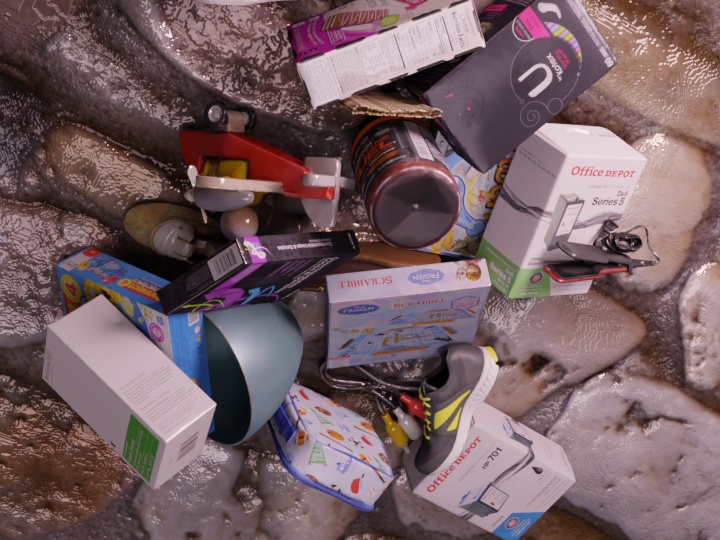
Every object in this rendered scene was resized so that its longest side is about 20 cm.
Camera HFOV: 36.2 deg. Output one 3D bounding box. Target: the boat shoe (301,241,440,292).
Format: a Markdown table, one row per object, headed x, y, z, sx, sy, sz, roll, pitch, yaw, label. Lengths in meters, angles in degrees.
| x | y | z | sx | sy | sz | roll | pitch | yaw | label |
| --- | --- | --- | --- | --- | --- | --- | --- | --- | --- |
| 0.000 | 0.000 | 1.401 | 0.199 | 0.070 | 0.071 | 6 | 112 | -3 | boat shoe |

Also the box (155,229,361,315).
| x | y | z | sx | sy | sz | roll | pitch | yaw | label |
| --- | --- | --- | --- | --- | --- | --- | --- | --- | --- |
| -0.111 | 0.002 | 1.249 | 0.143 | 0.036 | 0.200 | -31 | 167 | 36 | box |

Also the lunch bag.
| x | y | z | sx | sy | sz | roll | pitch | yaw | label |
| --- | --- | --- | --- | --- | --- | --- | --- | --- | --- |
| -0.049 | 0.227 | 1.456 | 0.160 | 0.200 | 0.076 | 28 | 99 | -24 | lunch bag |

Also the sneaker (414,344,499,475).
| x | y | z | sx | sy | sz | roll | pitch | yaw | label |
| --- | --- | --- | --- | --- | --- | --- | --- | --- | --- |
| 0.108 | 0.181 | 1.484 | 0.084 | 0.074 | 0.201 | 19 | 104 | -20 | sneaker |

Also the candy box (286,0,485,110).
| x | y | z | sx | sy | sz | roll | pitch | yaw | label |
| --- | --- | --- | --- | --- | --- | --- | --- | --- | --- |
| 0.024 | -0.259 | 1.214 | 0.199 | 0.137 | 0.061 | -20 | 120 | 2 | candy box |

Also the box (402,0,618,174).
| x | y | z | sx | sy | sz | roll | pitch | yaw | label |
| --- | --- | --- | --- | --- | --- | --- | --- | --- | --- |
| 0.167 | -0.225 | 1.249 | 0.200 | 0.106 | 0.122 | -40 | 111 | 3 | box |

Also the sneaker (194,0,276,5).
| x | y | z | sx | sy | sz | roll | pitch | yaw | label |
| --- | --- | --- | --- | --- | --- | --- | --- | --- | --- |
| -0.101 | -0.335 | 1.192 | 0.199 | 0.071 | 0.080 | -7 | 117 | -11 | sneaker |

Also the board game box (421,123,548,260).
| x | y | z | sx | sy | sz | roll | pitch | yaw | label |
| --- | --- | --- | --- | --- | --- | --- | --- | --- | --- |
| 0.137 | -0.111 | 1.377 | 0.135 | 0.035 | 0.201 | 9 | 118 | -14 | board game box |

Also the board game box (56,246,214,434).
| x | y | z | sx | sy | sz | roll | pitch | yaw | label |
| --- | --- | --- | --- | --- | --- | --- | --- | --- | --- |
| -0.274 | 0.094 | 1.349 | 0.056 | 0.195 | 0.201 | -34 | 133 | -43 | board game box |

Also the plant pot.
| x | y | z | sx | sy | sz | roll | pitch | yaw | label |
| --- | --- | --- | --- | --- | --- | --- | --- | --- | --- |
| -0.151 | 0.100 | 1.384 | 0.135 | 0.200 | 0.201 | -27 | 130 | -38 | plant pot |

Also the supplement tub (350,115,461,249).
| x | y | z | sx | sy | sz | roll | pitch | yaw | label |
| --- | --- | --- | --- | --- | --- | --- | --- | --- | --- |
| 0.045 | -0.113 | 1.265 | 0.106 | 0.200 | 0.107 | -4 | 120 | -7 | supplement tub |

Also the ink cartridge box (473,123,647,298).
| x | y | z | sx | sy | sz | roll | pitch | yaw | label |
| --- | --- | --- | --- | --- | --- | --- | --- | --- | --- |
| 0.244 | -0.072 | 1.363 | 0.145 | 0.084 | 0.201 | -3 | 124 | -36 | ink cartridge box |

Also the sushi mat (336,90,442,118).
| x | y | z | sx | sy | sz | roll | pitch | yaw | label |
| --- | --- | --- | --- | --- | --- | --- | --- | --- | --- |
| 0.020 | -0.187 | 1.221 | 0.095 | 0.200 | 0.012 | 2 | 104 | -12 | sushi mat |

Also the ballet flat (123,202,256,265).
| x | y | z | sx | sy | sz | roll | pitch | yaw | label |
| --- | --- | --- | --- | --- | --- | --- | --- | --- | --- |
| -0.193 | -0.031 | 1.354 | 0.199 | 0.071 | 0.071 | 18 | 116 | -18 | ballet flat |

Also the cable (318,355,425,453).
| x | y | z | sx | sy | sz | roll | pitch | yaw | label |
| --- | --- | --- | --- | --- | --- | --- | --- | --- | --- |
| 0.035 | 0.171 | 1.516 | 0.097 | 0.050 | 0.200 | -43 | 119 | 13 | cable |

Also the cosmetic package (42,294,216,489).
| x | y | z | sx | sy | sz | roll | pitch | yaw | label |
| --- | --- | --- | --- | --- | --- | --- | --- | --- | --- |
| -0.268 | 0.138 | 1.266 | 0.200 | 0.085 | 0.108 | 39 | 138 | 17 | cosmetic package |

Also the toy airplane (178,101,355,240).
| x | y | z | sx | sy | sz | roll | pitch | yaw | label |
| --- | --- | --- | --- | --- | --- | --- | --- | --- | --- |
| -0.108 | -0.092 | 1.254 | 0.199 | 0.199 | 0.142 | 19 | 103 | -22 | toy airplane |

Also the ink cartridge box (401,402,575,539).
| x | y | z | sx | sy | sz | roll | pitch | yaw | label |
| --- | --- | --- | --- | --- | --- | --- | --- | --- | --- |
| 0.183 | 0.286 | 1.589 | 0.200 | 0.086 | 0.147 | 30 | 111 | -25 | ink cartridge box |

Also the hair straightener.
| x | y | z | sx | sy | sz | roll | pitch | yaw | label |
| --- | --- | --- | --- | --- | --- | --- | --- | --- | --- |
| 0.311 | -0.024 | 1.359 | 0.199 | 0.041 | 0.077 | 1 | 123 | -38 | hair straightener |

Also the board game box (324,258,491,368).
| x | y | z | sx | sy | sz | roll | pitch | yaw | label |
| --- | --- | --- | --- | --- | --- | --- | --- | --- | --- |
| 0.054 | 0.058 | 1.405 | 0.199 | 0.041 | 0.200 | -6 | 152 | -7 | board game box |
